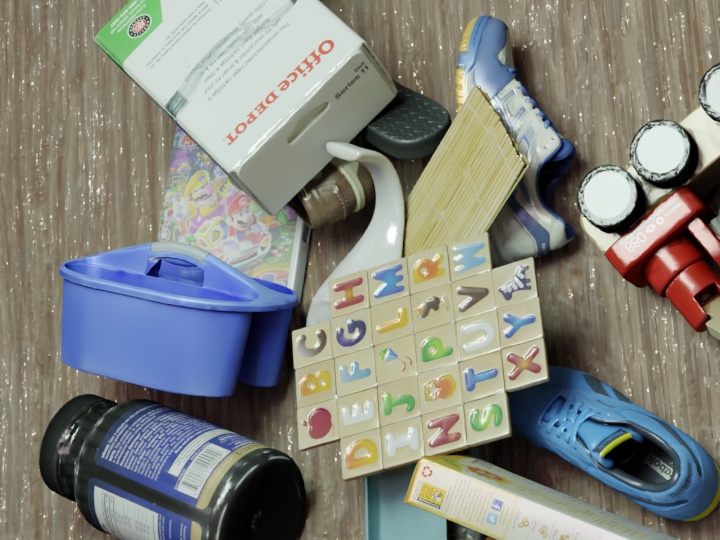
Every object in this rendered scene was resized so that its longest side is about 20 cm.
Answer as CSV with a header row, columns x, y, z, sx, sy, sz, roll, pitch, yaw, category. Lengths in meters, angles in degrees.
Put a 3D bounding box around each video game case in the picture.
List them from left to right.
x,y,z,sx,sy,sz,roll,pitch,yaw,category
-0.101,-0.066,1.897,0.143,0.018,0.201,-2,70,30,video game case

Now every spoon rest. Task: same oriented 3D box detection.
x,y,z,sx,sy,sz,roll,pitch,yaw,category
0.000,0.000,1.764,0.099,0.060,0.201,22,113,47,spoon rest

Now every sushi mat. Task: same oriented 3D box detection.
x,y,z,sx,sy,sz,roll,pitch,yaw,category
0.063,-0.038,1.730,0.200,0.012,0.096,-59,38,33,sushi mat

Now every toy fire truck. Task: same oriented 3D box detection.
x,y,z,sx,sy,sz,roll,pitch,yaw,category
0.272,-0.027,1.616,0.176,0.129,0.200,-40,68,10,toy fire truck

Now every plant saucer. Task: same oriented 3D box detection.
x,y,z,sx,sy,sz,roll,pitch,yaw,category
0.036,0.199,1.667,0.070,0.019,0.201,3,99,31,plant saucer

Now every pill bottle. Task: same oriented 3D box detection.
x,y,z,sx,sy,sz,roll,pitch,yaw,category
-0.151,0.165,1.778,0.200,0.112,0.112,19,81,34,pill bottle

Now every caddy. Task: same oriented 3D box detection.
x,y,z,sx,sy,sz,roll,pitch,yaw,category
-0.145,0.030,1.797,0.199,0.141,0.105,11,101,29,caddy

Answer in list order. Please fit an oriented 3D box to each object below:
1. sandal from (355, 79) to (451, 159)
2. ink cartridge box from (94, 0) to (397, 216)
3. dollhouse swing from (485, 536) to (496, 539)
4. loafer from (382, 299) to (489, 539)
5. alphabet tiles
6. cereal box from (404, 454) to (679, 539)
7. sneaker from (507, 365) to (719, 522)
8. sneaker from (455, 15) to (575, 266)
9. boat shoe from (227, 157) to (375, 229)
x,y,z,sx,sy,sz,roll,pitch,yaw,category
0.000,-0.128,1.821,0.075,0.048,0.200,-28,40,-19,sandal
-0.089,-0.160,1.781,0.147,0.083,0.200,-44,55,-1,ink cartridge box
0.128,0.326,1.530,0.200,0.182,0.176,-56,37,-1,dollhouse swing
0.067,0.121,1.698,0.075,0.070,0.201,-8,84,29,loafer
0.041,0.062,1.658,0.199,0.006,0.167,-17,58,21,alphabet tiles
0.141,0.177,1.554,0.199,0.144,0.040,21,91,17,cereal box
0.169,0.113,1.636,0.200,0.078,0.066,29,89,36,sneaker
0.124,-0.103,1.758,0.088,0.075,0.201,-8,76,19,sneaker
-0.080,-0.101,1.831,0.075,0.075,0.202,-38,52,-21,boat shoe
